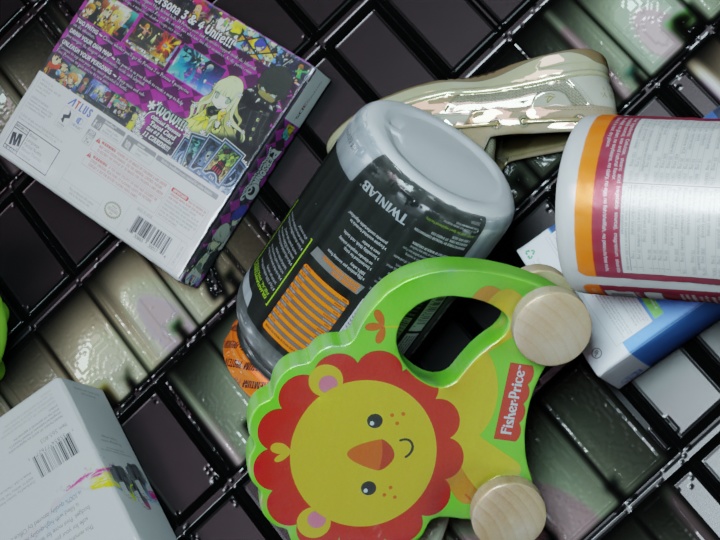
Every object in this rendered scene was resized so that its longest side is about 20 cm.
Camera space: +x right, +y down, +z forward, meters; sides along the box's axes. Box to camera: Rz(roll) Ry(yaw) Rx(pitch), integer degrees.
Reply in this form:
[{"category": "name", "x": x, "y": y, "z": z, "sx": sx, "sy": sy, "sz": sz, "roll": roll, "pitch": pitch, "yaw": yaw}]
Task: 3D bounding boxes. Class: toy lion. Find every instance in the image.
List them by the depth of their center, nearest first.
[{"category": "toy lion", "x": 0.028, "y": 0.086, "z": 1.186, "sx": 0.191, "sy": 0.069, "sz": 0.200, "roll": 10, "pitch": 107, "yaw": -9}]

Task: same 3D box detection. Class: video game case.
[{"category": "video game case", "x": -0.148, "y": -0.113, "z": 1.403, "sx": 0.200, "sy": 0.036, "sz": 0.182, "roll": 33, "pitch": 91, "yaw": 25}]

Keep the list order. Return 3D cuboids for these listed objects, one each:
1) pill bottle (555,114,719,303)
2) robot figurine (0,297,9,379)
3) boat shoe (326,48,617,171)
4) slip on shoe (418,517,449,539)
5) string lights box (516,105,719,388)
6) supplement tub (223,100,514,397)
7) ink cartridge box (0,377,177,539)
[{"category": "pill bottle", "x": 0.222, "y": -0.034, "z": 1.128, "sx": 0.199, "sy": 0.110, "sz": 0.110, "roll": 4, "pitch": 79, "yaw": 21}, {"category": "robot figurine", "x": -0.328, "y": 0.036, "z": 1.351, "sx": 0.115, "sy": 0.200, "sz": 0.176, "roll": -2, "pitch": 76, "yaw": 23}, {"category": "boat shoe", "x": 0.074, "y": -0.089, "z": 1.290, "sx": 0.200, "sy": 0.072, "sz": 0.065, "roll": -15, "pitch": 71, "yaw": 13}, {"category": "slip on shoe", "x": 0.011, "y": 0.198, "z": 1.251, "sx": 0.074, "sy": 0.061, "sz": 0.200, "roll": 13, "pitch": 69, "yaw": -3}, {"category": "string lights box", "x": 0.212, "y": -0.025, "z": 1.222, "sx": 0.200, "sy": 0.059, "sz": 0.103, "roll": -35, "pitch": 68, "yaw": 11}, {"category": "supplement tub", "x": 0.000, "y": 0.000, "z": 1.248, "sx": 0.123, "sy": 0.122, "sz": 0.200, "roll": 49, "pitch": 119, "yaw": 24}, {"category": "ink cartridge box", "x": -0.197, "y": 0.190, "z": 1.334, "sx": 0.115, "sy": 0.068, "sz": 0.200, "roll": -35, "pitch": 67, "yaw": 12}]
